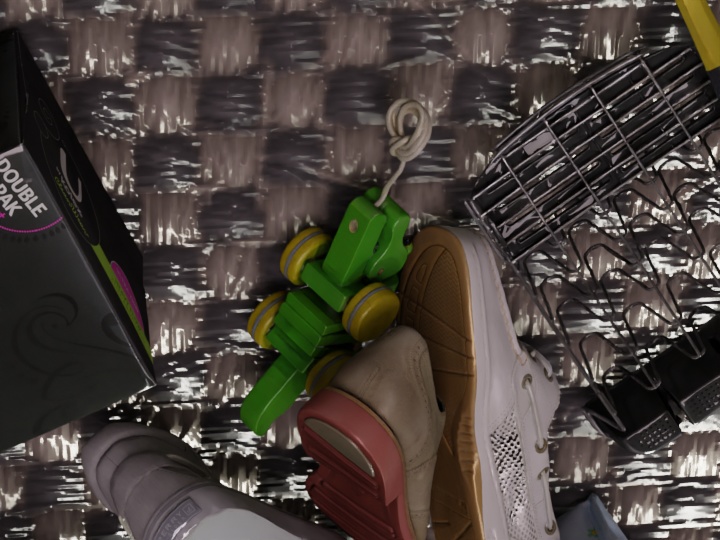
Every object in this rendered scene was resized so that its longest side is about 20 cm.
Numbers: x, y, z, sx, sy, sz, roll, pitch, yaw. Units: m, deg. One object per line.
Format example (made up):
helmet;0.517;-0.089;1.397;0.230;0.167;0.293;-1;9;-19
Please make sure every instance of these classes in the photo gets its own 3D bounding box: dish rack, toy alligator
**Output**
dish rack;0.146;-0.014;1.325;0.153;0.055;0.200;-35;115;1
toy alligator;0.000;0.000;1.323;0.054;0.059;0.200;-6;131;-52

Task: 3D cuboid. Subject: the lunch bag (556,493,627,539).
lunch bag;0.096;0.236;1.383;0.169;0.200;0.127;-32;119;12

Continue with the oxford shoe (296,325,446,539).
oxford shoe;0.018;0.093;1.339;0.070;0.200;0.075;34;71;14

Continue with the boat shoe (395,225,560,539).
boat shoe;0.068;0.063;1.364;0.069;0.071;0.201;-19;117;-26

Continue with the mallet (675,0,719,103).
mallet;0.157;-0.100;1.252;0.066;0.041;0.201;-19;94;5

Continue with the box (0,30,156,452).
box;-0.217;0.007;1.254;0.199;0.124;0.149;-23;121;5

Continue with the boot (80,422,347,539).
boot;-0.065;0.134;1.375;0.074;0.096;0.200;-47;143;0
